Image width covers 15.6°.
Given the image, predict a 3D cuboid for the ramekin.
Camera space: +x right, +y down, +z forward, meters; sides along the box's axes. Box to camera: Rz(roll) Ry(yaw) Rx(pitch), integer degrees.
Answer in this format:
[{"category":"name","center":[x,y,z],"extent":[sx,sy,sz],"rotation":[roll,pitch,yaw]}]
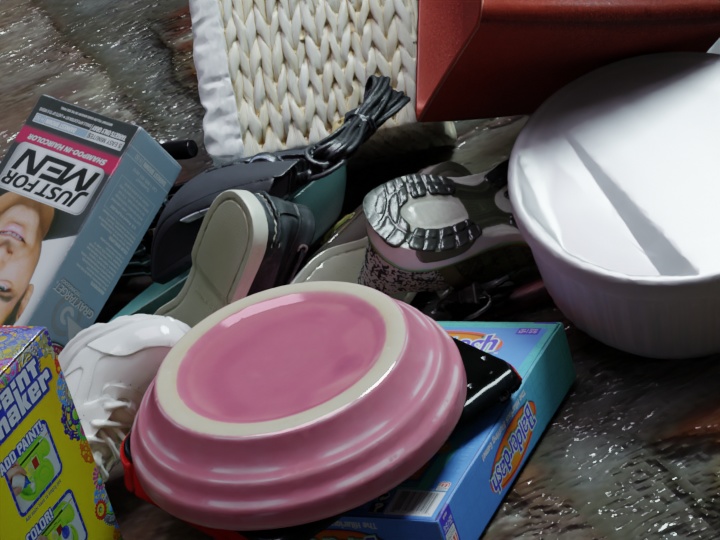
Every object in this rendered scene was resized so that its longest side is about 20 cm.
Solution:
[{"category":"ramekin","center":[0.193,-0.035,1.619],"extent":[0.201,0.095,0.203],"rotation":[-5,47,5]}]

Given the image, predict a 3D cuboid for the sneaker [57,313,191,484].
[{"category":"sneaker","center":[-0.170,0.111,1.603],"extent":[0.200,0.078,0.100],"rotation":[-41,40,15]}]

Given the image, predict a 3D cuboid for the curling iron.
[{"category":"curling iron","center":[0.146,0.003,1.690],"extent":[0.199,0.026,0.050],"rotation":[-15,-7,-4]}]

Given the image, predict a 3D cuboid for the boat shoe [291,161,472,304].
[{"category":"boat shoe","center":[0.000,0.000,1.738],"extent":[0.200,0.072,0.059],"rotation":[-44,18,-30]}]

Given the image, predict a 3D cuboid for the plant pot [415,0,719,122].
[{"category":"plant pot","center":[0.142,-0.212,1.692],"extent":[0.175,0.201,0.200],"rotation":[4,-16,-9]}]

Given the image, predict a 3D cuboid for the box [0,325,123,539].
[{"category":"box","center":[-0.259,0.141,1.496],"extent":[0.199,0.194,0.122],"rotation":[2,33,30]}]

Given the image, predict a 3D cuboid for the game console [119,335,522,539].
[{"category":"game console","center":[-0.028,0.090,1.545],"extent":[0.200,0.031,0.176],"rotation":[-34,36,-26]}]

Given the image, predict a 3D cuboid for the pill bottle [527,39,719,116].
[{"category":"pill bottle","center":[0.194,-0.154,1.849],"extent":[0.120,0.120,0.199],"rotation":[-36,34,-32]}]

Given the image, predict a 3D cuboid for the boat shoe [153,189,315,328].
[{"category":"boat shoe","center":[-0.083,0.029,1.645],"extent":[0.066,0.200,0.075],"rotation":[-5,42,-37]}]

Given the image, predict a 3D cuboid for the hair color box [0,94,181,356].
[{"category":"hair color box","center":[-0.217,-0.011,1.776],"extent":[0.099,0.061,0.201],"rotation":[19,74,36]}]

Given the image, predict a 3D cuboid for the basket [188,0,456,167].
[{"category":"basket","center":[-0.029,-0.170,1.860],"extent":[0.160,0.201,0.198],"rotation":[-8,-3,7]}]

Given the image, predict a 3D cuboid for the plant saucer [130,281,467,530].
[{"category":"plant saucer","center":[-0.040,0.068,1.509],"extent":[0.199,0.051,0.201],"rotation":[-12,31,7]}]

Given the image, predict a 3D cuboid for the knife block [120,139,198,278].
[{"category":"knife block","center":[-0.189,-0.051,1.899],"extent":[0.175,0.064,0.200],"rotation":[-33,30,-5]}]

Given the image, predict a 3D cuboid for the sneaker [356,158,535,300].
[{"category":"sneaker","center":[0.078,-0.018,1.714],"extent":[0.199,0.089,0.077],"rotation":[-3,54,-29]}]

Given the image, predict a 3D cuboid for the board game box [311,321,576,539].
[{"category":"board game box","center":[0.023,0.102,1.566],"extent":[0.151,0.045,0.200],"rotation":[0,33,30]}]

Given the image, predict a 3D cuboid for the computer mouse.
[{"category":"computer mouse","center":[-0.059,-0.069,1.706],"extent":[0.200,0.046,0.140],"rotation":[-32,9,39]}]

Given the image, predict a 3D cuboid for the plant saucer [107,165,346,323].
[{"category":"plant saucer","center":[-0.081,-0.008,1.760],"extent":[0.200,0.036,0.200],"rotation":[-35,6,4]}]
